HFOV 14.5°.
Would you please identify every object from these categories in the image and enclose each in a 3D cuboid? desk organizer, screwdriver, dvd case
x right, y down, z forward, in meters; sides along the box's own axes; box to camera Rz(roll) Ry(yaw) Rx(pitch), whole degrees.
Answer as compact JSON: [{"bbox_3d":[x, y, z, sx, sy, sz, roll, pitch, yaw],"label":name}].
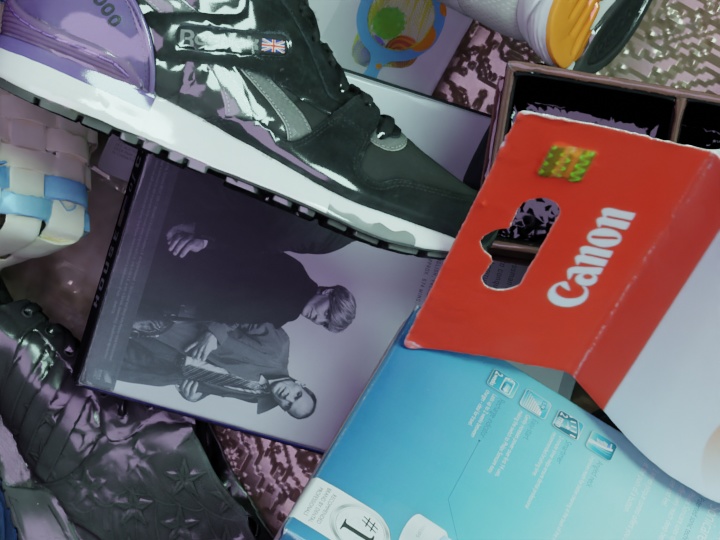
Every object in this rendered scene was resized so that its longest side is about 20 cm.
[{"bbox_3d":[0.144,-0.026,1.057,0.198,0.077,0.072,9,87,3],"label":"desk organizer"},{"bbox_3d":[0.095,-0.112,1.133,0.029,0.028,0.201,23,75,16],"label":"screwdriver"},{"bbox_3d":[0.000,0.000,1.135,0.199,0.025,0.151,16,94,-15],"label":"dvd case"}]

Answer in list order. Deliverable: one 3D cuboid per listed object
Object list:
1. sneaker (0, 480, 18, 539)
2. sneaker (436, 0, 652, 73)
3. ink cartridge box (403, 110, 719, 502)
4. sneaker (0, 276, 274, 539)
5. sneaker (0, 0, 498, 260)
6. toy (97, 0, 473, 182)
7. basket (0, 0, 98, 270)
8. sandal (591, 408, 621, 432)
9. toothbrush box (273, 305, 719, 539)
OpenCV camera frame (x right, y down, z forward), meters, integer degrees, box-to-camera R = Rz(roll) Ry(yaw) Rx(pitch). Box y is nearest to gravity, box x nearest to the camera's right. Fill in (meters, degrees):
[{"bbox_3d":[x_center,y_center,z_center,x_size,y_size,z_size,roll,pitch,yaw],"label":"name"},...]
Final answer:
[{"bbox_3d":[-0.185,0.178,1.162,0.079,0.096,0.202,-4,91,8],"label":"sneaker"},{"bbox_3d":[0.095,-0.166,1.099,0.092,0.076,0.200,23,54,28],"label":"sneaker"},{"bbox_3d":[0.128,0.024,0.998,0.199,0.162,0.050,10,57,-10],"label":"ink cartridge box"},{"bbox_3d":[-0.103,0.059,1.170,0.104,0.060,0.201,-21,92,6],"label":"sneaker"},{"bbox_3d":[-0.030,-0.070,1.016,0.199,0.076,0.088,23,90,-15],"label":"sneaker"},{"bbox_3d":[-0.017,-0.112,1.149,0.115,0.047,0.201,23,102,-23],"label":"toy"},{"bbox_3d":[-0.186,-0.088,1.098,0.176,0.139,0.201,-22,74,41],"label":"basket"},{"bbox_3d":[0.152,0.141,1.142,0.076,0.043,0.201,-29,88,7],"label":"sandal"},{"bbox_3d":[0.065,0.129,1.048,0.199,0.147,0.086,30,129,1],"label":"toothbrush box"}]
